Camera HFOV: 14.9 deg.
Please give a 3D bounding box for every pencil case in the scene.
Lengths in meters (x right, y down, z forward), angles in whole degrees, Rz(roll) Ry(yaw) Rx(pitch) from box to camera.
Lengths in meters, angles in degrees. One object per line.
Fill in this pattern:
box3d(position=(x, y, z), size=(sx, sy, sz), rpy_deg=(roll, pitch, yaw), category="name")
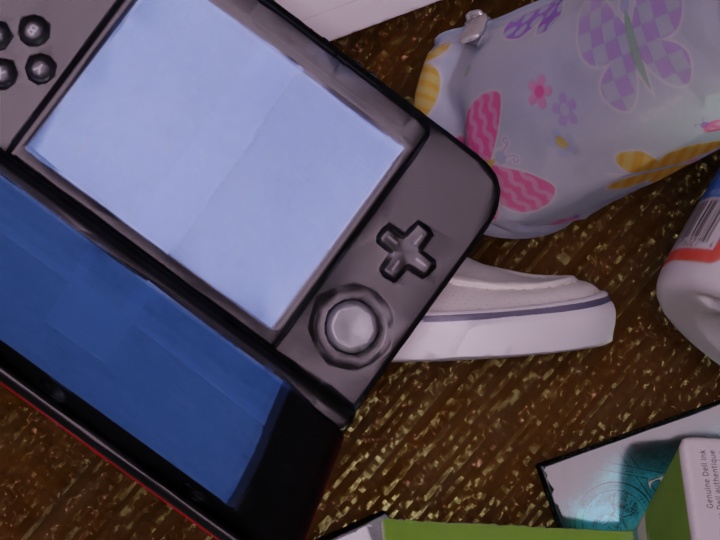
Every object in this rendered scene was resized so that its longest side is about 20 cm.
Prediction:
box3d(position=(0.104, -0.080, 1.020), size=(0.083, 0.200, 0.091), rpy_deg=(-3, 75, -38), category="pencil case")

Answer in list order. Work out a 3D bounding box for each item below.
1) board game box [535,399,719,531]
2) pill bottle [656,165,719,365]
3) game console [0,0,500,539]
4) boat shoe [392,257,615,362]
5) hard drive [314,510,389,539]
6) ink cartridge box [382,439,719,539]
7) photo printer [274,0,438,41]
box3d(position=(0.186, 0.108, 1.099), size=(0.200, 0.028, 0.135), rpy_deg=(-20, 89, -2), category="board game box")
box3d(position=(0.207, -0.048, 1.056), size=(0.112, 0.112, 0.200), rpy_deg=(32, 77, -1), category="pill bottle")
box3d(position=(-0.063, -0.022, 0.964), size=(0.200, 0.119, 0.172), rpy_deg=(37, 85, -8), category="game console")
box3d(position=(0.000, 0.000, 1.079), size=(0.200, 0.071, 0.070), rpy_deg=(1, 91, 5), category="boat shoe")
box3d(position=(-0.012, 0.213, 1.089), size=(0.140, 0.033, 0.200), rpy_deg=(-25, 89, -2), category="hard drive")
box3d(position=(0.116, 0.140, 0.992), size=(0.200, 0.076, 0.148), rpy_deg=(3, 56, -11), category="ink cartridge box")
box3d(position=(-0.032, -0.165, 1.055), size=(0.200, 0.069, 0.166), rpy_deg=(-21, 116, -2), category="photo printer")
